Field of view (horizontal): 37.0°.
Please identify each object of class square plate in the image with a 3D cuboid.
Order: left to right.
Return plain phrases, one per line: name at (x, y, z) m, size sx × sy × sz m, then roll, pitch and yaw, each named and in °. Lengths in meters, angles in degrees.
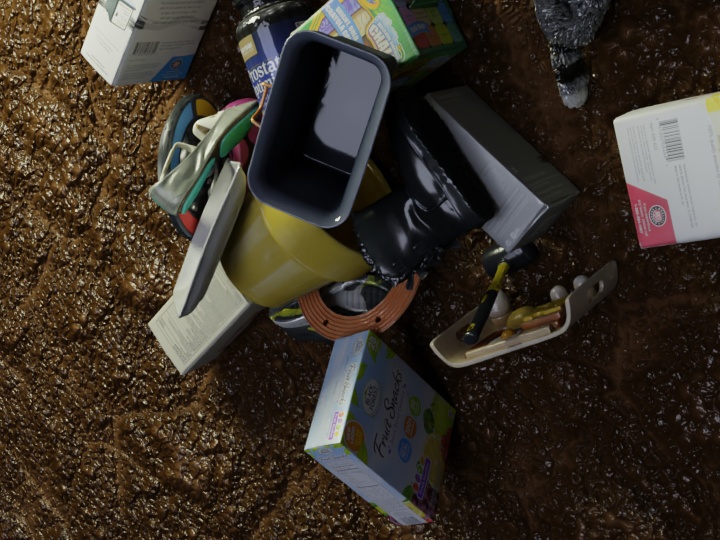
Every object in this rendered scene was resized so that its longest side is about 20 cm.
square plate at (-0.192, -0.045, 1.384) m, size 0.028 × 0.198 × 0.202 m, roll 22°, pitch 93°, yaw -13°

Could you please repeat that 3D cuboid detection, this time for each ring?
ring at (0.000, 0.000, 1.433) m, size 0.198 × 0.019 × 0.203 m, roll -14°, pitch 63°, yaw 29°

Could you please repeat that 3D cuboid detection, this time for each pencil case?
pencil case at (-0.154, -0.139, 1.510) m, size 0.090 × 0.093 × 0.203 m, roll -1°, pitch 103°, yaw 36°

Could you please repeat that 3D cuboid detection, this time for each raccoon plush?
raccoon plush at (0.270, -0.291, 1.186) m, size 0.132 × 0.097 × 0.201 m, roll -8°, pitch 129°, yaw 24°

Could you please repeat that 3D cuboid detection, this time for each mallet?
mallet at (0.164, 0.020, 1.268) m, size 0.065 × 0.200 × 0.041 m, roll -30°, pitch 107°, yaw 29°

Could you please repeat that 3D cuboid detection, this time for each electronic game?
electronic game at (-0.227, -0.143, 1.498) m, size 0.041 × 0.200 × 0.203 m, roll 2°, pitch 106°, yaw 16°

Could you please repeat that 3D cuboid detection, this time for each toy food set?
toy food set at (0.195, 0.045, 1.278) m, size 0.199 × 0.143 × 0.061 m, roll -23°, pitch 93°, yaw 38°

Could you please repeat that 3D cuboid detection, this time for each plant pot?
plant pot at (-0.078, -0.053, 1.388) m, size 0.189 × 0.200 × 0.202 m, roll -39°, pitch 80°, yaw 34°

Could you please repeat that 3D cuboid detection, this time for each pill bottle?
pill bottle at (-0.098, -0.283, 1.413) m, size 0.111 × 0.111 × 0.202 m, roll -18°, pitch 93°, yaw 38°

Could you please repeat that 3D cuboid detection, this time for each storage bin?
storage bin at (-0.040, -0.173, 1.216) m, size 0.144 × 0.134 × 0.202 m, roll 22°, pitch 113°, yaw 7°

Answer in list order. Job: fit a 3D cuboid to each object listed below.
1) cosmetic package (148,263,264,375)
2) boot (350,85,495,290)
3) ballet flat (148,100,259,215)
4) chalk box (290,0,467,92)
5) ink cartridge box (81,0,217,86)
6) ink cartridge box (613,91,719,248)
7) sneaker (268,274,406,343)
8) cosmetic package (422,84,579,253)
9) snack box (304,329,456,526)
cosmetic package at (-0.219, 0.055, 1.619) m, size 0.200 × 0.087 × 0.104 m, roll -42°, pitch 80°, yaw 35°
boot at (0.050, -0.091, 1.259) m, size 0.162 × 0.073 × 0.199 m, roll -36°, pitch 86°, yaw 37°
ballet flat at (-0.204, -0.161, 1.401) m, size 0.063 × 0.201 × 0.067 m, roll 33°, pitch 157°, yaw 2°
chalk box at (0.038, -0.290, 1.305) m, size 0.199 × 0.124 × 0.125 m, roll -30°, pitch 86°, yaw 39°
ink cartridge box at (-0.284, -0.366, 1.501) m, size 0.086 × 0.146 × 0.201 m, roll 42°, pitch 124°, yaw 20°
ink cartridge box at (0.386, -0.114, 1.131) m, size 0.198 × 0.083 × 0.147 m, roll -8°, pitch 100°, yaw 37°
sneaker at (-0.025, 0.057, 1.498) m, size 0.197 × 0.085 × 0.075 m, roll -2°, pitch 58°, yaw 21°
cosmetic package at (0.151, -0.124, 1.286) m, size 0.200 × 0.106 × 0.090 m, roll 47°, pitch 124°, yaw 13°
snack box at (0.031, 0.204, 1.379) m, size 0.067 × 0.170 × 0.200 m, roll -19°, pitch 132°, yaw 38°
